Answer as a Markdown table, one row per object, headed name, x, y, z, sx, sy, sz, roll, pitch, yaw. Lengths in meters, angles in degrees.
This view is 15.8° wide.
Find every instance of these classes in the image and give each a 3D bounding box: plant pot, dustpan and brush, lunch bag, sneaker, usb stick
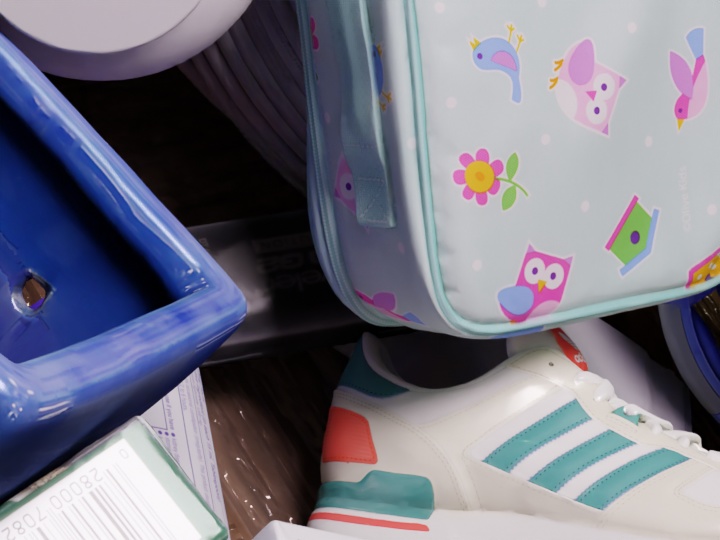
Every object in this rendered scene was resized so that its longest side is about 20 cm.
| name | x | y | z | sx | sy | sz | roll | pitch | yaw |
| --- | --- | --- | --- | --- | --- | --- | --- | --- | --- |
| plant pot | -0.176 | 0.010 | 0.684 | 0.200 | 0.180 | 0.200 | 48 | 13 | 5 |
| dustpan and brush | 0.034 | 0.037 | 0.975 | 0.200 | 0.057 | 0.140 | 38 | 27 | -16 |
| lunch bag | 0.051 | -0.082 | 0.867 | 0.160 | 0.077 | 0.200 | -12 | 101 | -32 |
| sneaker | 0.080 | 0.060 | 0.880 | 0.070 | 0.200 | 0.093 | 48 | 46 | -69 |
| usb stick | 0.000 | 0.000 | 0.932 | 0.200 | 0.033 | 0.055 | -9 | 68 | -17 |

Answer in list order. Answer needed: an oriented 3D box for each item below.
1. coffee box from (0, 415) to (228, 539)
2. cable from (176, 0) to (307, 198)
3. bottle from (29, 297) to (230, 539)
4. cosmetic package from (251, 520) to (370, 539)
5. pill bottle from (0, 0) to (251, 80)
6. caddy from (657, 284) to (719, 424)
| name | x | y | z | sx | sy | sz | roll | pitch | yaw |
| --- | --- | --- | --- | --- | --- | --- | --- | --- | --- |
| coffee box | -0.132 | 0.120 | 0.647 | 0.200 | 0.123 | 0.044 | -35 | 82 | -26 |
| cable | 0.005 | -0.110 | 1.032 | 0.200 | 0.069 | 0.200 | 49 | 36 | -14 |
| bottle | -0.074 | 0.104 | 0.789 | 0.065 | 0.084 | 0.200 | 13 | 47 | -32 |
| cosmetic package | 0.043 | 0.161 | 0.840 | 0.200 | 0.081 | 0.113 | 17 | 46 | -29 |
| pill bottle | -0.082 | -0.126 | 0.838 | 0.112 | 0.112 | 0.200 | 34 | 11 | -11 |
| caddy | 0.172 | 0.014 | 1.022 | 0.200 | 0.105 | 0.141 | 63 | 7 | -19 |
